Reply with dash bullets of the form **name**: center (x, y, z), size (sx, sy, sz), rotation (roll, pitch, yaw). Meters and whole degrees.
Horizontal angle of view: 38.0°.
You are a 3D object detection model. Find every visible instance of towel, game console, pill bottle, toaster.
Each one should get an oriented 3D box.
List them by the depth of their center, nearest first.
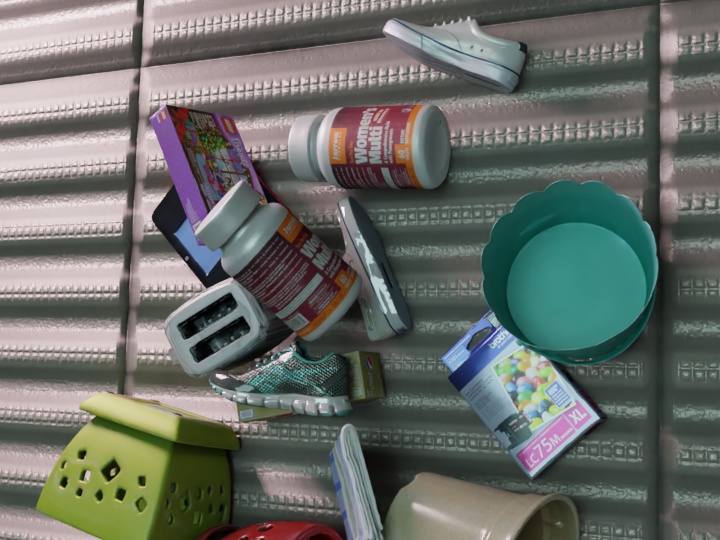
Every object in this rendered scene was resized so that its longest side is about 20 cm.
- **towel**: center (-0.011, 0.280, 1.314), size (0.024, 0.200, 0.148), rotation (-12, 73, -12)
- **pill bottle**: center (-0.104, -0.013, 1.316), size (0.200, 0.110, 0.110), rotation (42, 105, -12)
- **pill bottle**: center (0.011, -0.163, 1.390), size (0.199, 0.109, 0.110), rotation (2, 85, 26)
- **toaster**: center (-0.171, 0.070, 1.433), size (0.199, 0.129, 0.114), rotation (-29, 87, 20)
- **game console**: center (-0.204, -0.075, 1.528), size (0.177, 0.031, 0.200), rotation (-47, 67, 14)

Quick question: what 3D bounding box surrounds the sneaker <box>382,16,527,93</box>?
- **sneaker**: center (0.127, -0.299, 1.378), size (0.199, 0.073, 0.071), rotation (26, 86, 17)

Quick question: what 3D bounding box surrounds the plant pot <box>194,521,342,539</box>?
- **plant pot**: center (-0.131, 0.423, 1.345), size (0.182, 0.200, 0.202), rotation (-4, 83, 28)

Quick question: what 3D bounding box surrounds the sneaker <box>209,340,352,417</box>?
- **sneaker**: center (-0.100, 0.136, 1.359), size (0.199, 0.078, 0.092), rotation (5, 84, 17)

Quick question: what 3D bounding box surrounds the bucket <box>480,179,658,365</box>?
- **bucket**: center (0.249, 0.009, 1.223), size (0.206, 0.135, 0.208), rotation (-4, 76, 15)

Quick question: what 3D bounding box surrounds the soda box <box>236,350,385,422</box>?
- **soda box**: center (-0.070, 0.159, 1.416), size (0.199, 0.068, 0.064), rotation (-13, 79, 24)

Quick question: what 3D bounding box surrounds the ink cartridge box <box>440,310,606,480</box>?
- **ink cartridge box**: center (0.195, 0.146, 1.306), size (0.119, 0.042, 0.200), rotation (-45, 66, 14)

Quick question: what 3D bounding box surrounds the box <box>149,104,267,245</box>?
- **box**: center (-0.199, -0.128, 1.438), size (0.039, 0.137, 0.201), rotation (-32, 72, 30)

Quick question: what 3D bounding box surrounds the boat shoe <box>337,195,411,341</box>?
- **boat shoe**: center (0.000, 0.000, 1.403), size (0.070, 0.071, 0.201), rotation (-26, 80, 18)

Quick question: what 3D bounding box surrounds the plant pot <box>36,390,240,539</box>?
- **plant pot**: center (-0.292, 0.277, 1.446), size (0.199, 0.199, 0.182), rotation (12, 83, 27)

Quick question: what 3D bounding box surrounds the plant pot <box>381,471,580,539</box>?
- **plant pot**: center (0.132, 0.334, 1.246), size (0.183, 0.200, 0.201), rotation (15, 91, 38)
